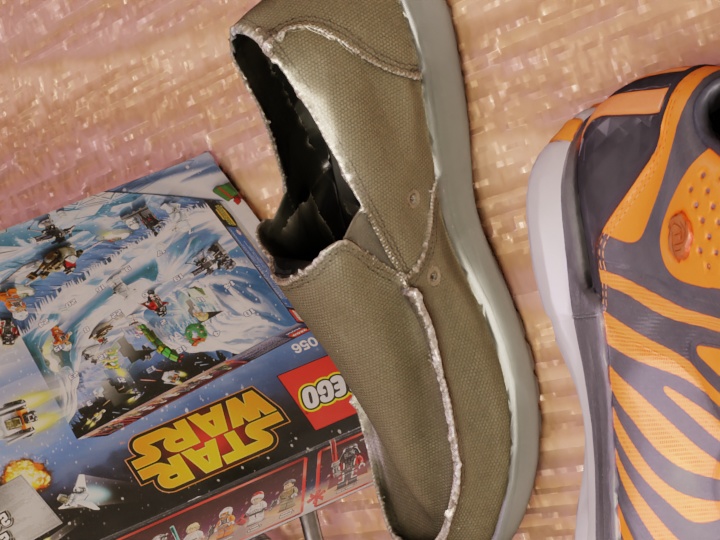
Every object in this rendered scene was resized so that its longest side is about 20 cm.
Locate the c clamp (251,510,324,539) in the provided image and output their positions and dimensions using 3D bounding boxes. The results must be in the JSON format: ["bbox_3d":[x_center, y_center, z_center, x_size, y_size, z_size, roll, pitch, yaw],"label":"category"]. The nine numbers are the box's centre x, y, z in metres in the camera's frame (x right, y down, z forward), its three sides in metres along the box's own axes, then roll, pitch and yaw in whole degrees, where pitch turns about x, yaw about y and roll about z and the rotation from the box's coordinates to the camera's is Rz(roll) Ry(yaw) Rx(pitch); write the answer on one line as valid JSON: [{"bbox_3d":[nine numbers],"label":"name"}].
[{"bbox_3d":[-0.051,0.111,1.071,0.200,0.027,0.171,29,138,52],"label":"c clamp"}]

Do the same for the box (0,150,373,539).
[{"bbox_3d":[-0.105,0.048,0.937,0.137,0.200,0.040,53,153,33],"label":"box"}]

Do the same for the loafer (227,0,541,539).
[{"bbox_3d":[0.000,0.000,0.858,0.075,0.070,0.200,4,110,61],"label":"loafer"}]

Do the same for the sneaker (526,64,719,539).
[{"bbox_3d":[0.104,0.045,0.688,0.112,0.078,0.200,-19,90,63],"label":"sneaker"}]
